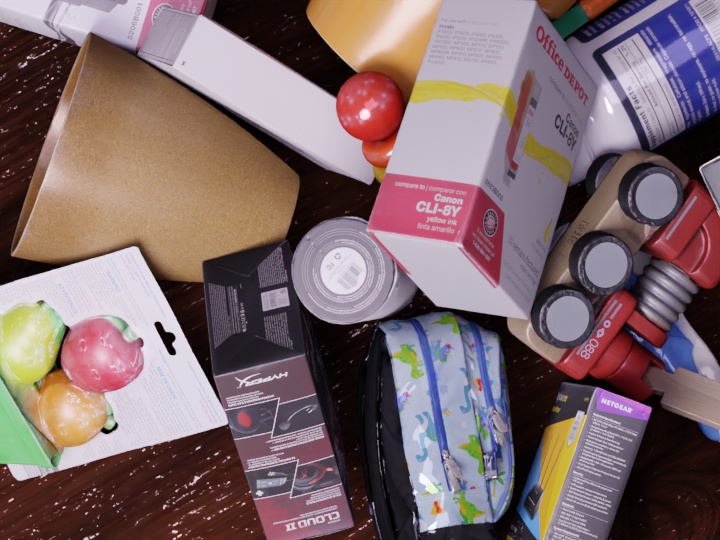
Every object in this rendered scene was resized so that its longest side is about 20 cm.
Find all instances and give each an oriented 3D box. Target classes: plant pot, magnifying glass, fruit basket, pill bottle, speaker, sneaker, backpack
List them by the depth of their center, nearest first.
[{"bbox_3d":[0.000,0.000,1.651,0.080,0.200,0.082,0,90,7],"label":"speaker"},{"bbox_3d":[0.061,-0.236,1.677,0.200,0.200,0.184,42,104,2],"label":"plant pot"},{"bbox_3d":[0.059,0.135,1.677,0.153,0.163,0.201,-21,81,-8],"label":"backpack"},{"bbox_3d":[-0.229,0.073,1.680,0.198,0.094,0.186,-19,122,12],"label":"fruit basket"},{"bbox_3d":[-0.157,-0.067,1.684,0.199,0.186,0.188,20,88,-13],"label":"plant pot"},{"bbox_3d":[0.229,-0.158,1.696,0.199,0.116,0.116,-30,87,0],"label":"pill bottle"},{"bbox_3d":[0.217,0.067,1.706,0.111,0.077,0.201,-29,86,-3],"label":"sneaker"},{"bbox_3d":[0.166,-0.199,1.727,0.199,0.080,0.022,-38,92,-11],"label":"magnifying glass"}]

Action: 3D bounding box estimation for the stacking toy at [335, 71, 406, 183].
[{"bbox_3d":[0.043,-0.077,1.664,0.085,0.085,0.200,-41,125,-1],"label":"stacking toy"}]

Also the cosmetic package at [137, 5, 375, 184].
[{"bbox_3d":[-0.073,-0.140,1.673,0.199,0.082,0.051,30,89,-30],"label":"cosmetic package"}]

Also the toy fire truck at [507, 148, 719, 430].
[{"bbox_3d":[0.239,0.030,1.625,0.200,0.129,0.177,37,88,-18],"label":"toy fire truck"}]

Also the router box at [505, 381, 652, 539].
[{"bbox_3d":[0.166,0.166,1.641,0.051,0.200,0.150,20,87,-1],"label":"router box"}]

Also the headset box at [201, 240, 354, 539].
[{"bbox_3d":[-0.062,0.104,1.642,0.074,0.149,0.201,-14,127,2],"label":"headset box"}]

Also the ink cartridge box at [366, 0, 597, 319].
[{"bbox_3d":[0.094,-0.086,1.566,0.083,0.145,0.202,8,71,30],"label":"ink cartridge box"}]

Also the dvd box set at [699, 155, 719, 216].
[{"bbox_3d":[0.348,-0.041,1.659,0.029,0.200,0.147,-28,88,35],"label":"dvd box set"}]

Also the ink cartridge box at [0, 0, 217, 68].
[{"bbox_3d":[-0.213,-0.258,1.723,0.198,0.083,0.146,17,89,0],"label":"ink cartridge box"}]
